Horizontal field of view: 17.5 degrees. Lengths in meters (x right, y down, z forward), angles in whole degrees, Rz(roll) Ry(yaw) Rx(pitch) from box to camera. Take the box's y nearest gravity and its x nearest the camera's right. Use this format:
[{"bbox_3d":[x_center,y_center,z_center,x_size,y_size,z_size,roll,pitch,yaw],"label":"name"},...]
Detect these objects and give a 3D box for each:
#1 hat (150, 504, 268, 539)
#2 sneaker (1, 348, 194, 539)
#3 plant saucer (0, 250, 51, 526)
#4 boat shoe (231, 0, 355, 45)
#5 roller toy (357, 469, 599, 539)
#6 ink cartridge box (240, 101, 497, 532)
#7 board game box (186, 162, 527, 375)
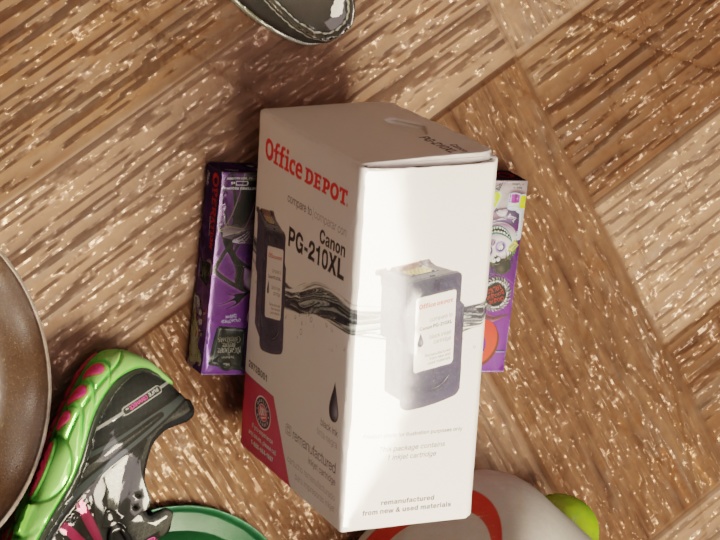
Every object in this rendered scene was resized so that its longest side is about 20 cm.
[{"bbox_3d":[-0.080,0.254,1.305,0.164,0.176,0.202,-4,106,-24],"label":"hat"},{"bbox_3d":[-0.150,0.145,1.289,0.083,0.077,0.201,24,91,-11],"label":"sneaker"},{"bbox_3d":[-0.253,0.062,1.222,0.199,0.032,0.202,4,84,-41],"label":"plant saucer"},{"bbox_3d":[-0.060,-0.200,1.258,0.072,0.061,0.202,-41,117,-10],"label":"boat shoe"},{"bbox_3d":[0.065,0.217,1.361,0.182,0.200,0.140,-41,118,12],"label":"roller toy"},{"bbox_3d":[0.002,0.020,1.270,0.084,0.145,0.202,-3,107,-25],"label":"ink cartridge box"},{"bbox_3d":[0.000,0.000,1.363,0.199,0.032,0.121,0,108,-26],"label":"board game box"}]
